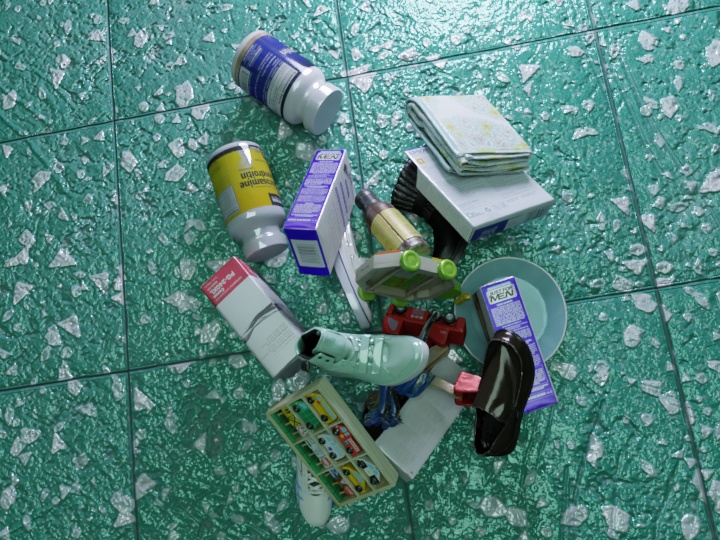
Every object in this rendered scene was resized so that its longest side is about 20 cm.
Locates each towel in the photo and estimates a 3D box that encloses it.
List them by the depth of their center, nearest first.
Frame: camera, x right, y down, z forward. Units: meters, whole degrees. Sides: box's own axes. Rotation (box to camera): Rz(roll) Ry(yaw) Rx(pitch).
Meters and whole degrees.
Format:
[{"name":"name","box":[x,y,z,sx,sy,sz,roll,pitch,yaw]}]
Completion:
[{"name":"towel","box":[0.189,-0.242,0.960,0.168,0.049,0.202,-7,51,-25]}]

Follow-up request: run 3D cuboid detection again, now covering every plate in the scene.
[{"name":"plate","box":[0.264,0.078,0.967,0.196,0.026,0.205,-1,81,5]}]

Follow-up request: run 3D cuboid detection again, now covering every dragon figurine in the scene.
[{"name":"dragon figurine","box":[0.076,0.161,0.850,0.200,0.059,0.100,-43,55,11]}]

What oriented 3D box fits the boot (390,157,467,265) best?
[{"name":"boot","box":[0.121,-0.094,0.978,0.155,0.080,0.214,21,68,3]}]

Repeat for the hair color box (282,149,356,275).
[{"name":"hair color box","box":[-0.065,-0.104,0.942,0.063,0.110,0.202,4,49,17]}]

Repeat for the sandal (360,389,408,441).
[{"name":"sandal","box":[0.043,0.236,0.947,0.080,0.057,0.203,41,66,-25]}]

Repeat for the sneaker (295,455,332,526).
[{"name":"sneaker","box":[-0.079,0.333,0.933,0.070,0.073,0.205,-1,81,4]}]

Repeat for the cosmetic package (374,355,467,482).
[{"name":"cosmetic package","box":[0.109,0.242,0.908,0.082,0.051,0.200,39,64,12]}]

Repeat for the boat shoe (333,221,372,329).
[{"name":"boat shoe","box":[0.000,0.001,0.987,0.085,0.075,0.205,-21,69,-1]}]

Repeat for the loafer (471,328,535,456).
[{"name":"loafer","box":[0.203,0.187,0.793,0.072,0.071,0.204,13,108,43]}]

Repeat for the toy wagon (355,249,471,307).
[{"name":"toy wagon","box":[0.091,0.019,0.886,0.197,0.155,0.040,12,65,-25]}]

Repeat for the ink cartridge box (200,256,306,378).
[{"name":"ink cartridge box","box":[-0.166,0.087,0.945,0.083,0.145,0.201,-41,79,-4]}]

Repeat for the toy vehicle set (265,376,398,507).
[{"name":"toy vehicle set","box":[-0.046,0.274,0.859,0.123,0.027,0.201,-33,98,29]}]

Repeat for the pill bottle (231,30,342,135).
[{"name":"pill bottle","box":[-0.138,-0.353,1.035,0.199,0.116,0.116,37,85,10]}]

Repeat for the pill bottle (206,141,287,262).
[{"name":"pill bottle","box":[-0.203,-0.124,1.003,0.110,0.112,0.203,-22,79,1]}]

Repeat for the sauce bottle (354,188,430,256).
[{"name":"sauce bottle","box":[0.050,-0.079,0.957,0.064,0.065,0.201,-33,48,-1]}]

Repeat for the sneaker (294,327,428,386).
[{"name":"sneaker","box":[-0.005,0.124,0.807,0.197,0.118,0.075,-8,65,31]}]

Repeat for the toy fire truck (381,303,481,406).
[{"name":"toy fire truck","box":[0.119,0.137,0.913,0.196,0.049,0.143,10,54,20]}]

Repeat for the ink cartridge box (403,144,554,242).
[{"name":"ink cartridge box","box":[0.199,-0.149,0.936,0.194,0.044,0.201,-18,54,-28]}]

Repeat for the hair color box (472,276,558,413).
[{"name":"hair color box","box":[0.246,0.121,0.885,0.064,0.109,0.204,-16,79,2]}]
